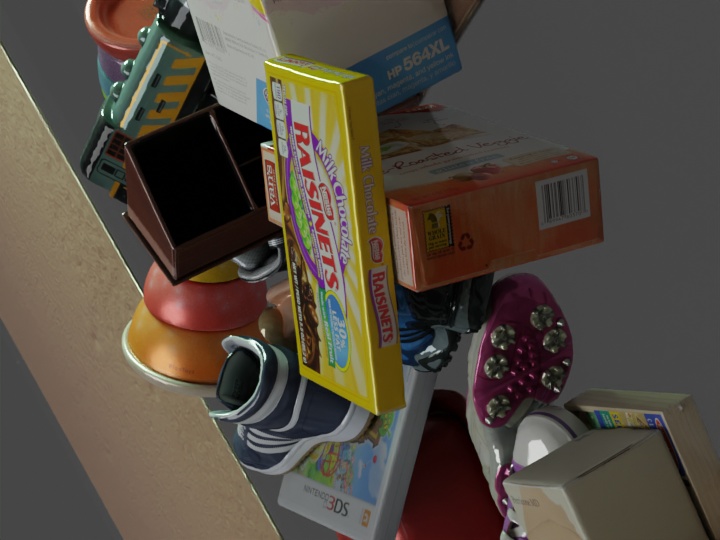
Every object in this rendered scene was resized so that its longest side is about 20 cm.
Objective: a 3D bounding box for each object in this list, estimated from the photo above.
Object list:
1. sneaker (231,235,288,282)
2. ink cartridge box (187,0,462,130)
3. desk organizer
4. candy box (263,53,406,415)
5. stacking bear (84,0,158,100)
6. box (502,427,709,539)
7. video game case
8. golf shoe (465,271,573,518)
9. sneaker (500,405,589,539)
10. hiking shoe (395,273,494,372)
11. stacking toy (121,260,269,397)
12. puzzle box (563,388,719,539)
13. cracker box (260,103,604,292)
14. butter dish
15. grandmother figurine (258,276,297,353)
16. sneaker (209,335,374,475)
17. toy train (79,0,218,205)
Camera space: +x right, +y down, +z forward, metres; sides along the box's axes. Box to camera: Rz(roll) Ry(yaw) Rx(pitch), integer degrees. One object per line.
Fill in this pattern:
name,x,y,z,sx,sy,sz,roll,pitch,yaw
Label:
sneaker,-0.066,-0.048,1.628,0.200,0.113,0.076,10,124,65
ink cartridge box,-0.039,-0.204,1.352,0.128,0.125,0.201,31,143,54
desk organizer,-0.059,-0.077,1.456,0.072,0.199,0.077,51,155,29
candy box,-0.015,-0.023,1.272,0.102,0.026,0.202,21,121,57
stacking bear,-0.149,-0.144,1.735,0.121,0.113,0.201,47,159,37
box,0.175,0.202,1.329,0.201,0.077,0.095,65,160,-5
video game case,0.003,0.094,1.598,0.182,0.022,0.202,10,85,65
golf shoe,0.097,0.075,1.449,0.092,0.075,0.201,-125,24,-49
sneaker,0.109,0.194,1.379,0.072,0.114,0.202,4,103,41
hiking shoe,0.032,0.013,1.422,0.086,0.075,0.200,16,162,-4
stacking toy,-0.130,-0.004,1.870,0.146,0.145,0.201,42,134,44
puzzle box,0.206,0.171,1.365,0.201,0.025,0.133,66,159,-7
cracker box,0.040,-0.050,1.329,0.200,0.133,0.058,25,125,58
butter dish,0.036,0.205,1.645,0.201,0.147,0.200,65,160,-4
grandmother figurine,0.000,0.000,1.535,0.060,0.122,0.200,40,139,-12
sneaker,-0.077,0.101,1.608,0.200,0.108,0.071,-28,51,58
toy train,-0.131,-0.125,1.614,0.201,0.113,0.085,-59,11,32
